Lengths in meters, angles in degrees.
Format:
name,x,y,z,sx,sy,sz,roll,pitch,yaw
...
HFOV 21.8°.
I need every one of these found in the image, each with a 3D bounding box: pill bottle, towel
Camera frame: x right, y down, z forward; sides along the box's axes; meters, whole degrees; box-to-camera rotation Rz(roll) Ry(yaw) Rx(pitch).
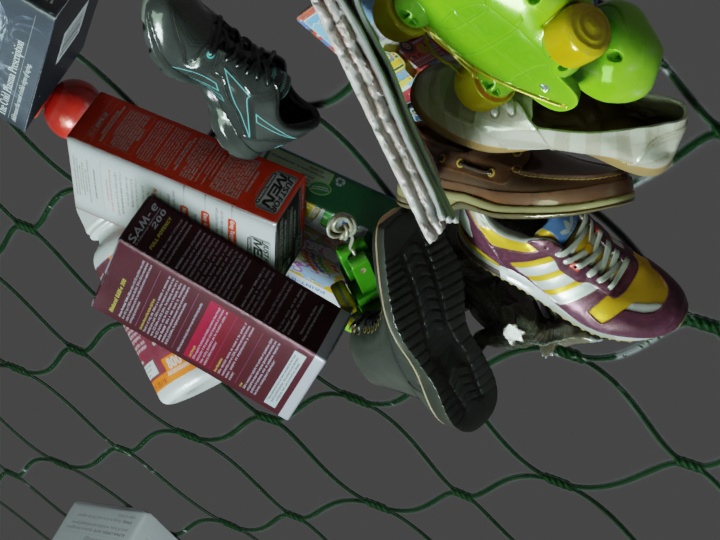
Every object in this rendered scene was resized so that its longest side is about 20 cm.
name,x,y,z,sx,sy,sz,roll,pitch,yaw
pill bottle,-0.173,0.010,1.700,0.201,0.114,0.114,63,151,5
towel,0.011,-0.129,1.286,0.191,0.032,0.201,-104,-11,-76

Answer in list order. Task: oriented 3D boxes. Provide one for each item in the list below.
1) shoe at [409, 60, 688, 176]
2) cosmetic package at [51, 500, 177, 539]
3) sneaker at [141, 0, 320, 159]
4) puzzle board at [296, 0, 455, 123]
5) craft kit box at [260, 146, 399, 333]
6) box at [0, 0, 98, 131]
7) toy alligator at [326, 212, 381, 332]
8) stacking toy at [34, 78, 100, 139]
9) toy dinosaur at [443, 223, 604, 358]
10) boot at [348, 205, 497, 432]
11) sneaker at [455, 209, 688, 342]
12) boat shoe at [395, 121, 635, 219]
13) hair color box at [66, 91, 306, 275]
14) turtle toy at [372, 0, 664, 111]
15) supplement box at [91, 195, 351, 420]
name,x,y,z,sx,sy,sz,roll,pitch,yaw
shoe,0.134,-0.116,1.305,0.199,0.070,0.053,10,154,-11
cosmetic package,-0.348,0.452,2.595,0.165,0.200,0.165,0,142,43
sneaker,-0.102,-0.167,1.479,0.079,0.076,0.200,-6,145,27
puzzle board,0.055,-0.169,1.369,0.151,0.017,0.200,38,151,-17
craft kit box,-0.030,-0.020,1.674,0.199,0.049,0.198,25,155,8
box,-0.311,-0.236,1.501,0.182,0.104,0.200,31,152,-3
toy alligator,0.000,0.000,1.582,0.054,0.059,0.200,60,176,40
stacking toy,-0.319,-0.175,1.644,0.199,0.086,0.085,29,153,-9
toy dinosaur,0.108,0.018,1.564,0.200,0.102,0.077,41,122,5
boot,0.022,0.033,1.517,0.138,0.077,0.201,18,132,51
sneaker,0.168,-0.011,1.468,0.199,0.075,0.090,24,157,7
boat shoe,0.110,-0.076,1.385,0.199,0.072,0.068,7,104,37
hair color box,-0.148,-0.067,1.592,0.199,0.061,0.102,24,147,12
turtle toy,0.113,-0.171,1.219,0.200,0.101,0.146,38,153,-19
supplement box,-0.120,0.033,1.585,0.199,0.061,0.109,30,141,-2
